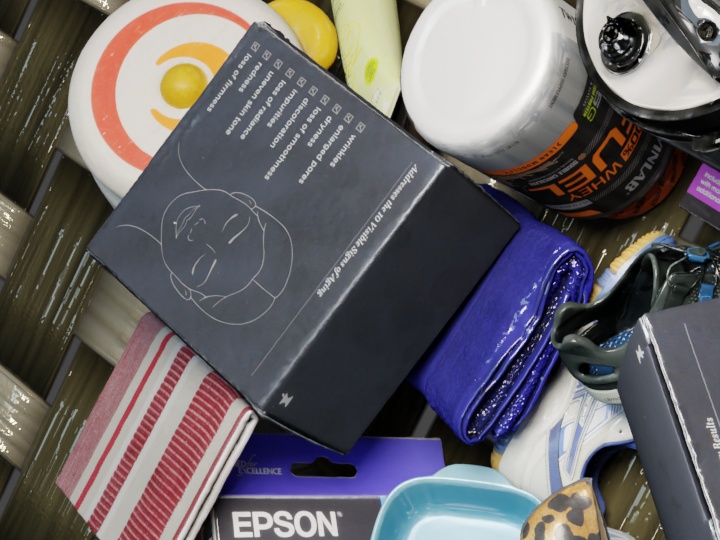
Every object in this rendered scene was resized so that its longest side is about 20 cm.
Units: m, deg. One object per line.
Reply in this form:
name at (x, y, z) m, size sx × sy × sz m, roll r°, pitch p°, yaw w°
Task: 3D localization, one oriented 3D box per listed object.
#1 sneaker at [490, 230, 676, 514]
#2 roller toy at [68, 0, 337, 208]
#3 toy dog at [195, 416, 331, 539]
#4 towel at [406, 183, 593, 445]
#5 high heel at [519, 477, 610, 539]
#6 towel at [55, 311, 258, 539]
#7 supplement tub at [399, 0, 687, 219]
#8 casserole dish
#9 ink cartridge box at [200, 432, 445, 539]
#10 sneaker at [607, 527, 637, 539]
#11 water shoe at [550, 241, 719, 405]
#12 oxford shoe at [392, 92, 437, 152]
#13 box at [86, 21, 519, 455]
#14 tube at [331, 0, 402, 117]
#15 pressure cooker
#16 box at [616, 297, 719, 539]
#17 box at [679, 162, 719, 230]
sneaker at (0.171, 0.074, 1.351) m, size 0.088 × 0.075 × 0.201 m, roll 34°, pitch 103°, yaw 24°
roller toy at (-0.119, -0.115, 1.531) m, size 0.199 × 0.140 × 0.184 m, roll 4°, pitch 73°, yaw 7°
toy dog at (-0.097, 0.140, 1.472) m, size 0.139 × 0.193 × 0.201 m, roll -40°, pitch 61°, yaw 39°
towel at (0.086, 0.027, 1.395) m, size 0.148 × 0.049 × 0.200 m, roll -58°, pitch 23°, yaw 6°
high heel at (0.180, 0.221, 1.244) m, size 0.199 × 0.071 × 0.143 m, roll 23°, pitch 95°, yaw 2°
towel at (-0.138, 0.122, 1.385) m, size 0.145 × 0.023 × 0.200 m, roll -62°, pitch 31°, yaw 4°
supplement tub at (0.127, -0.107, 1.337) m, size 0.122 × 0.200 × 0.123 m, roll -13°, pitch 68°, yaw 35°
casserole dish at (0.060, 0.224, 1.324) m, size 0.120 × 0.039 × 0.201 m, roll 6°, pitch 63°, yaw 13°
ink cartridge box at (-0.011, 0.199, 1.375) m, size 0.043 × 0.197 × 0.201 m, roll 136°, pitch 132°, yaw -55°
sneaker at (0.145, 0.265, 1.313) m, size 0.072 × 0.072 × 0.201 m, roll 12°, pitch 94°, yaw 8°
water shoe at (0.211, 0.015, 1.249) m, size 0.199 × 0.079 × 0.072 m, roll -33°, pitch 40°, yaw 16°
oxford shoe at (0.083, -0.138, 1.470) m, size 0.084 × 0.073 × 0.200 m, roll 35°, pitch 123°, yaw 4°
box at (-0.040, -0.022, 1.364) m, size 0.196 × 0.124 × 0.200 m, roll 40°, pitch 94°, yaw 35°
tube at (0.008, -0.165, 1.510) m, size 0.052 × 0.058 × 0.201 m, roll -22°, pitch 42°, yaw 13°
pressure cooker at (0.228, -0.148, 1.221) m, size 0.175 × 0.199 × 0.180 m, roll 7°, pitch 81°, yaw 43°
box at (0.264, 0.090, 1.167) m, size 0.199 × 0.104 × 0.149 m, roll -11°, pitch 63°, yaw -7°
box at (0.307, -0.094, 1.294) m, size 0.143 × 0.036 × 0.201 m, roll 36°, pitch 100°, yaw 40°
